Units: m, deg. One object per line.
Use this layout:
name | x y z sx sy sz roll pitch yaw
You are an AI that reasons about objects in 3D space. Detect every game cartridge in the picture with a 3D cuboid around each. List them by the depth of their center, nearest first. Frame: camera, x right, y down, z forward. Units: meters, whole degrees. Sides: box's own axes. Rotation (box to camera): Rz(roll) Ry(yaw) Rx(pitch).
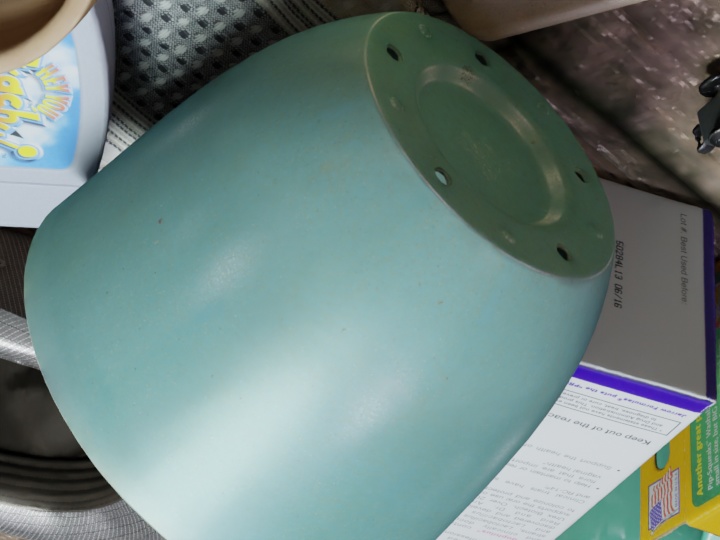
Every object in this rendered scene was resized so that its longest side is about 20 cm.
game cartridge | -0.161 -0.082 0.897 0.132 0.041 0.201 0 146 -5

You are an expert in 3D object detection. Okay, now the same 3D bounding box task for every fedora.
fedora | -0.163 0.045 1.095 0.198 0.091 0.177 19 143 -9

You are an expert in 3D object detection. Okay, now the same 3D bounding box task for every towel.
towel | -0.093 -0.113 0.899 0.191 0.035 0.200 -19 139 31

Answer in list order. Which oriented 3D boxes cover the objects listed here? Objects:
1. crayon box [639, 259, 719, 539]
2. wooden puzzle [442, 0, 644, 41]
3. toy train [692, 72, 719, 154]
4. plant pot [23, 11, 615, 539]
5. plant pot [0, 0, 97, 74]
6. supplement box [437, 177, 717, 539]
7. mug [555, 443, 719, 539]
crayon box | 0.199 0.037 1.008 0.051 0.127 0.200 21 144 -24
wooden puzzle | 0.075 -0.159 0.809 0.184 0.037 0.200 -13 143 24
toy train | 0.200 -0.097 0.894 0.046 0.034 0.200 11 147 -32
plant pot | 0.000 0.000 0.884 0.200 0.202 0.161 28 125 -31
plant pot | -0.148 -0.169 0.743 0.199 0.093 0.202 18 139 17
supplement box | 0.070 0.050 1.065 0.103 0.102 0.200 16 145 -16
mug | 0.164 0.148 1.189 0.151 0.115 0.185 -13 143 24
